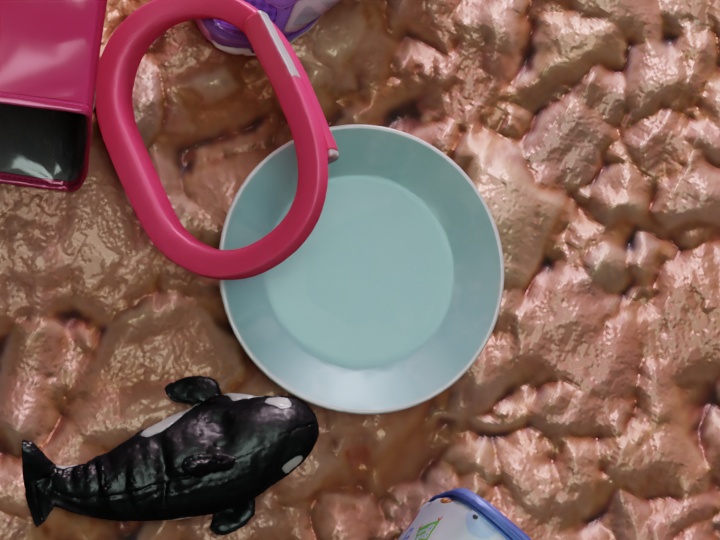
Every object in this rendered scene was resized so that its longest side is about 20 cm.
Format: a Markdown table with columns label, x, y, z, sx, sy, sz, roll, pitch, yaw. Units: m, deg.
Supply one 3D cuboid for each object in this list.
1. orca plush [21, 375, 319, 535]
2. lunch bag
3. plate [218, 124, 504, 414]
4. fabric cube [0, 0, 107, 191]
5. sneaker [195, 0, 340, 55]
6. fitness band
| label | x | y | z | sx | sy | sz | roll | pitch | yaw |
| --- | --- | --- | --- | --- | --- | --- | --- | --- | --- |
| orca plush | -0.121 | 0.117 | 1.443 | 0.198 | 0.071 | 0.106 | 2 | 79 | -10 |
| lunch bag | 0.109 | 0.227 | 1.419 | 0.200 | 0.160 | 0.076 | 42 | 75 | 0 |
| plate | 0.000 | 0.000 | 1.513 | 0.199 | 0.026 | 0.202 | 2 | 78 | -9 |
| fabric cube | -0.259 | -0.179 | 1.412 | 0.198 | 0.196 | 0.201 | 7 | 76 | -8 |
| sneaker | -0.023 | -0.217 | 1.519 | 0.199 | 0.088 | 0.081 | -26 | 87 | -12 |
| fitness band | -0.097 | -0.092 | 1.476 | 0.143 | 0.037 | 0.201 | -28 | 78 | 16 |
